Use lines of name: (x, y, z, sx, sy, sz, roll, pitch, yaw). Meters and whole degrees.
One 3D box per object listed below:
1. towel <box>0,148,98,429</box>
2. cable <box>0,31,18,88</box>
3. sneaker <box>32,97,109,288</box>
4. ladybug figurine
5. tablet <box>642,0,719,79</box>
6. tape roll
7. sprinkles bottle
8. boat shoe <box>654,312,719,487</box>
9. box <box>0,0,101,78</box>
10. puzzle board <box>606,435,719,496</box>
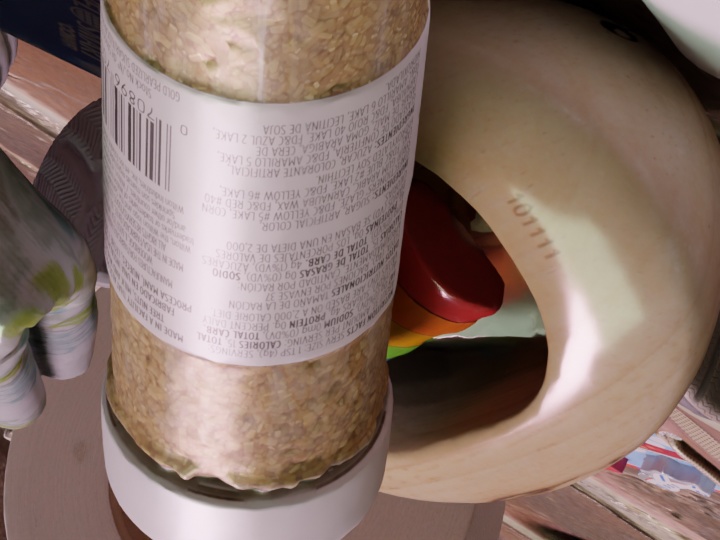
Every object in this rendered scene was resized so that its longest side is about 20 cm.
towel: (-0.132, -0.039, 0.618, 0.171, 0.048, 0.200, 44, 170, 2)
cable: (-0.205, -0.096, 0.811, 0.200, 0.069, 0.200, 32, 163, -11)
sneaker: (-0.020, -0.001, 0.856, 0.200, 0.078, 0.112, 17, 166, 42)
ladybug figurine: (0.018, -0.010, 0.622, 0.200, 0.072, 0.136, -19, 110, 52)
tablet: (0.077, -0.068, 0.447, 0.130, 0.014, 0.200, 18, 168, 36)
tape roll: (-0.043, 0.079, 0.970, 0.203, 0.203, 0.037, 21, 169, 27)
sprinkles bottle: (-0.022, -0.021, 0.528, 0.068, 0.068, 0.200, 23, 140, 16)
boat shoe: (0.122, 0.034, 0.714, 0.072, 0.076, 0.200, 20, 160, 49)
box: (-0.122, -0.109, 0.636, 0.200, 0.048, 0.122, 26, 170, 1)
puzzle board: (0.069, 0.054, 1.096, 0.151, 0.017, 0.200, 33, 168, -35)
